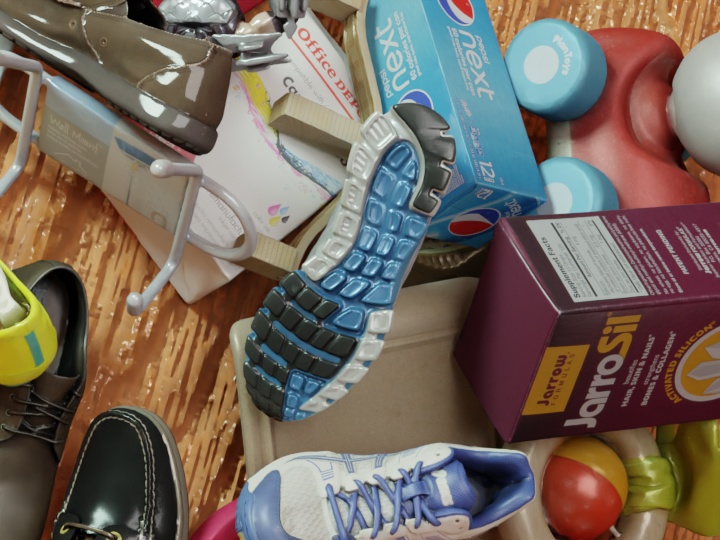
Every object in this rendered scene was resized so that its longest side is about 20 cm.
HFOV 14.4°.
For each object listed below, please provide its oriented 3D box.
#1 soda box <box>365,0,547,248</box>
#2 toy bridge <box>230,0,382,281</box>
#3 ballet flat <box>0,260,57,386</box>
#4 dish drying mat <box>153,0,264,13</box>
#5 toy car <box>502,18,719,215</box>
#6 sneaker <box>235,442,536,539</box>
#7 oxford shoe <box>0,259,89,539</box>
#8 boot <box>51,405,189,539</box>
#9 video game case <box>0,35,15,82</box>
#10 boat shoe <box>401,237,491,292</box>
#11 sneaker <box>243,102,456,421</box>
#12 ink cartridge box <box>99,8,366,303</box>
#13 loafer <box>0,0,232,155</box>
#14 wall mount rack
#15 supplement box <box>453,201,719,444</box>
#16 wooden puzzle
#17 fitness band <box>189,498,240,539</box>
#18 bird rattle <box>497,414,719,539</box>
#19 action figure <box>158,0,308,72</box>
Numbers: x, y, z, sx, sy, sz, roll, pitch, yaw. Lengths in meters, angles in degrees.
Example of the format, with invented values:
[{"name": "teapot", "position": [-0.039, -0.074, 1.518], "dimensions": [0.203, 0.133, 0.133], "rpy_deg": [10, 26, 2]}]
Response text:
[{"name": "soda box", "position": [0.047, -0.118, 1.750], "dimensions": [0.068, 0.064, 0.201], "rpy_deg": [12, 54, -44]}, {"name": "toy bridge", "position": [-0.021, -0.085, 1.712], "dimensions": [0.067, 0.027, 0.201], "rpy_deg": [23, 66, -20]}, {"name": "ballet flat", "position": [-0.242, -0.017, 1.589], "dimensions": [0.067, 0.067, 0.200], "rpy_deg": [-40, 69, -19]}, {"name": "dish drying mat", "position": [-0.074, -0.209, 1.808], "dimensions": [0.200, 0.018, 0.077], "rpy_deg": [-37, 92, -32]}, {"name": "toy car", "position": [0.219, -0.080, 1.777], "dimensions": [0.184, 0.199, 0.178], "rpy_deg": [21, 61, -57]}, {"name": "sneaker", "position": [0.017, 0.128, 1.626], "dimensions": [0.199, 0.088, 0.076], "rpy_deg": [-9, 78, -47]}, {"name": "oxford shoe", "position": [-0.197, 0.086, 1.616], "dimensions": [0.072, 0.084, 0.201], "rpy_deg": [14, 71, -26]}, {"name": "boot", "position": [-0.168, 0.170, 1.555], "dimensions": [0.150, 0.073, 0.201], "rpy_deg": [15, 87, -62]}, {"name": "video game case", "position": [-0.280, -0.224, 1.703], "dimensions": [0.199, 0.023, 0.183], "rpy_deg": [25, 65, -18]}, {"name": "boat shoe", "position": [0.030, 0.012, 1.777], "dimensions": [0.199, 0.063, 0.074], "rpy_deg": [-9, 104, -27]}, {"name": "sneaker", "position": [0.000, 0.000, 1.664], "dimensions": [0.075, 0.087, 0.201], "rpy_deg": [30, 89, 5]}, {"name": "ink cartridge box", "position": [-0.059, -0.086, 1.748], "dimensions": [0.200, 0.067, 0.117], "rpy_deg": [-40, 95, -31]}, {"name": "loafer", "position": [-0.145, -0.138, 1.647], "dimensions": [0.200, 0.073, 0.071], "rpy_deg": [33, 90, 26]}, {"name": "wall mount rack", "position": [-0.153, -0.062, 1.613], "dimensions": [0.199, 0.174, 0.075], "rpy_deg": [32, 57, 9]}, {"name": "supplement box", "position": [0.170, 0.029, 1.710], "dimensions": [0.199, 0.111, 0.086], "rpy_deg": [-5, 44, -27]}, {"name": "wooden puzzle", "position": [0.011, 0.115, 1.722], "dimensions": [0.184, 0.037, 0.201], "rpy_deg": [-10, 95, -29]}, {"name": "fitness band", "position": [-0.035, 0.224, 1.659], "dimensions": [0.144, 0.037, 0.200], "rpy_deg": [-46, 112, -23]}, {"name": "bird rattle", "position": [0.142, 0.156, 1.761], "dimensions": [0.163, 0.113, 0.200], "rpy_deg": [46, 70, -20]}, {"name": "action figure", "position": [-0.087, -0.182, 1.720], "dimensions": [0.129, 0.070, 0.201], "rpy_deg": [10, 47, 8]}]
